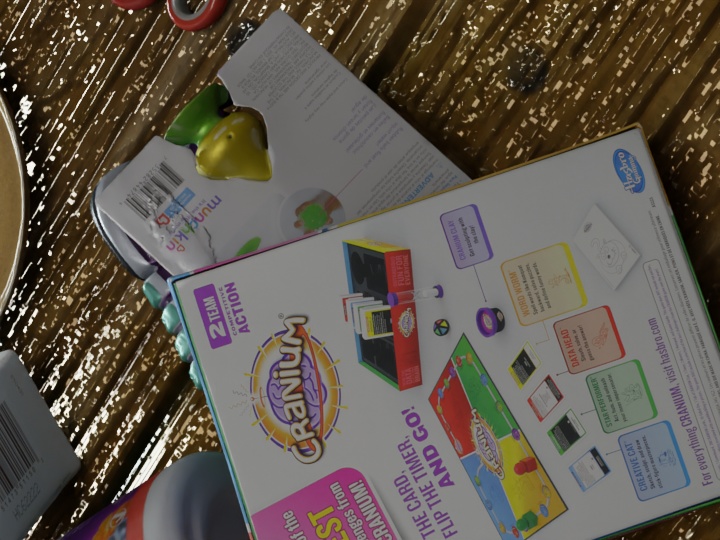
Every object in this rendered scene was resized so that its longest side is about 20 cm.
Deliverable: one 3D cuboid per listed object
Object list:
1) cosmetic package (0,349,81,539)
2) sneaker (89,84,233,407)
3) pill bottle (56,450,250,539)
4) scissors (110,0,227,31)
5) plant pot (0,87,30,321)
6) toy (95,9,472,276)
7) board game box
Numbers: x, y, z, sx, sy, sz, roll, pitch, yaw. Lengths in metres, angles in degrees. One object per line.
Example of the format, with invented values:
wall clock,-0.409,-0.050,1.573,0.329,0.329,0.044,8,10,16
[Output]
cosmetic package,-0.243,0.112,1.143,0.199,0.102,0.072,-15,114,32
sneaker,-0.035,0.015,1.042,0.087,0.074,0.200,-41,74,15
pill bottle,-0.115,0.173,1.072,0.200,0.111,0.112,-34,75,28
scissors,-0.084,-0.210,1.095,0.073,0.014,0.201,7,95,33
plant pot,-0.235,-0.034,1.186,0.199,0.027,0.201,1,92,31
toy,0.000,0.000,1.008,0.200,0.047,0.115,43,79,4
board game box,0.041,0.045,0.953,0.199,0.040,0.154,-17,81,-3
